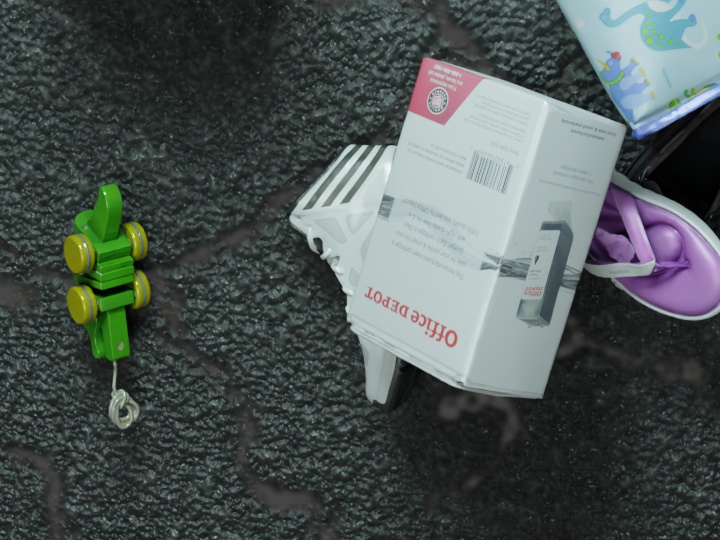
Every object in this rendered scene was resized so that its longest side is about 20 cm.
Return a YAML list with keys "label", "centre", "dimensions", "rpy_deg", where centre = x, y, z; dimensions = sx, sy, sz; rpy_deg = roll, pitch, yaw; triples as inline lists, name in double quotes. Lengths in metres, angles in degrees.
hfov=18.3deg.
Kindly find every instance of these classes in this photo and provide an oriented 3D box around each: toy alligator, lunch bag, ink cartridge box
- label: "toy alligator"
  centre: [-0.200, 0.023, 1.730]
  dimensions: [0.054, 0.059, 0.201]
  rpy_deg: [28, 126, 49]
- label: "lunch bag"
  centre: [0.227, -0.213, 1.487]
  dimensions: [0.199, 0.127, 0.171]
  rpy_deg: [-29, 102, 11]
- label: "ink cartridge box"
  centre: [0.084, -0.029, 1.541]
  dimensions: [0.084, 0.145, 0.201]
  rpy_deg: [12, 99, -38]

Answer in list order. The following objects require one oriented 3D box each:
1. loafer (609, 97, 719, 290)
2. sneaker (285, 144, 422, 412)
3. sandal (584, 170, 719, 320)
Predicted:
- label: "loafer"
  centre: [0.227, -0.064, 1.580]
  dimensions: [0.072, 0.063, 0.201]
  rpy_deg: [31, 115, 2]
- label: "sneaker"
  centre: [0.000, 0.000, 1.667]
  dimensions: [0.115, 0.076, 0.202]
  rpy_deg: [13, 106, 18]
- label: "sandal"
  centre: [0.174, -0.028, 1.576]
  dimensions: [0.202, 0.050, 0.083]
  rpy_deg: [38, 130, 27]
